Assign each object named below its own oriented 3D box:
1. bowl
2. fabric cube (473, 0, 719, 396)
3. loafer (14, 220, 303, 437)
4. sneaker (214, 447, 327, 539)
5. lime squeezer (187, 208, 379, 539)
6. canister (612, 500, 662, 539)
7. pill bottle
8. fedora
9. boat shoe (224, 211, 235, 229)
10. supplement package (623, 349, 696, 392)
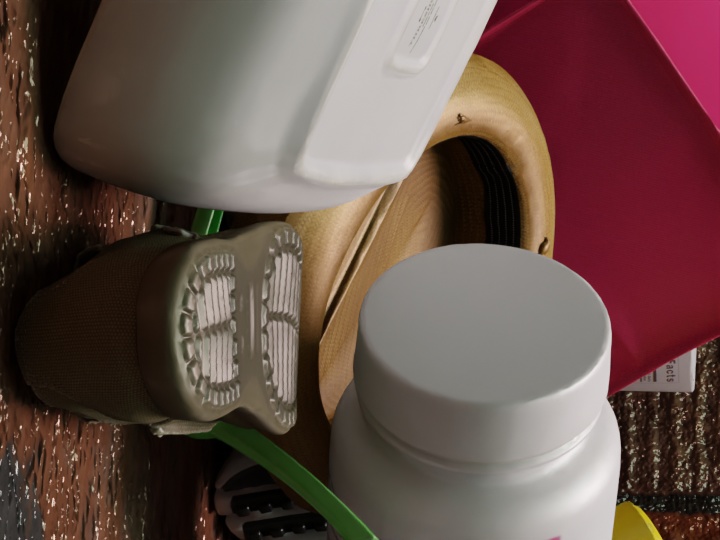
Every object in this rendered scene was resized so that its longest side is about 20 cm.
[{"bbox_3d":[-0.005,-0.105,0.961,0.201,0.074,0.200,-65,164,8],"label":"bowl"},{"bbox_3d":[0.095,-0.067,1.383,0.197,0.199,0.200,53,23,-20],"label":"fabric cube"},{"bbox_3d":[-0.062,0.017,0.934,0.200,0.067,0.077,30,62,-79],"label":"loafer"},{"bbox_3d":[-0.021,0.115,1.267,0.201,0.075,0.081,82,3,-50],"label":"sneaker"},{"bbox_3d":[-0.049,0.017,1.050,0.038,0.070,0.201,26,45,-54],"label":"lime squeezer"},{"bbox_3d":[0.052,0.192,1.253,0.087,0.199,0.149,61,-6,22],"label":"canister"},{"bbox_3d":[0.043,0.096,1.090,0.114,0.113,0.201,-79,173,-51],"label":"pill bottle"},{"bbox_3d":[0.000,0.000,1.165,0.200,0.081,0.202,-23,121,-45],"label":"fedora"},{"bbox_3d":[-0.027,-0.013,1.238,0.069,0.056,0.200,-46,138,-18],"label":"boat shoe"},{"bbox_3d":[0.094,-0.005,1.598,0.114,0.198,0.110,79,14,-58],"label":"supplement package"}]
